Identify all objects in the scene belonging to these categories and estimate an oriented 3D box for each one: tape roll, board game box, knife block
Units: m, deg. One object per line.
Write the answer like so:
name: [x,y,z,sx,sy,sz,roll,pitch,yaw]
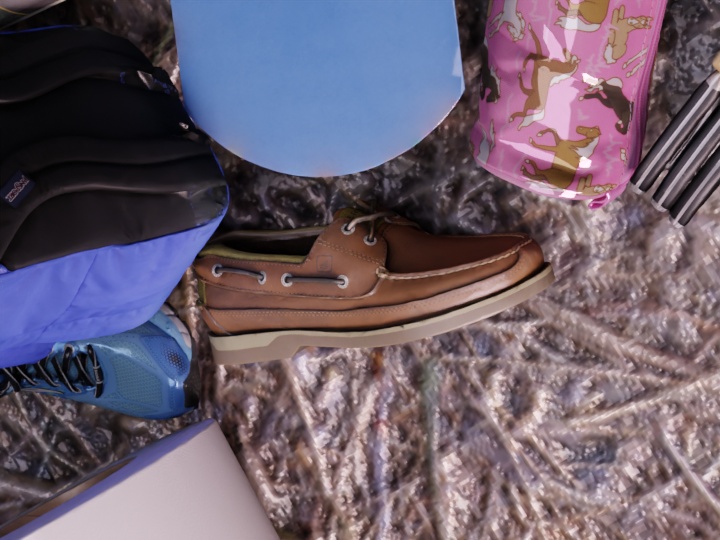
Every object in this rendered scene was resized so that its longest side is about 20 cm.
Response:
tape roll: [-0.131,0.184,1.391,0.202,0.203,0.140,-27,93,27]
board game box: [-0.020,-0.149,1.347,0.157,0.039,0.201,-6,94,25]
knife block: [0.205,-0.111,1.241,0.174,0.064,0.201,-5,102,22]

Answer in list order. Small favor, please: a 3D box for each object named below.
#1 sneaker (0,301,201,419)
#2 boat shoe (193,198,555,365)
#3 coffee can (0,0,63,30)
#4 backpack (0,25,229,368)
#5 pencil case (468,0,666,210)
sneaker: [-0.178,0.050,1.430,0.199,0.090,0.079,12,124,22]
boat shoe: [0.000,0.000,1.357,0.199,0.072,0.068,-11,100,25]
coffee can: [-0.236,-0.180,1.370,0.199,0.146,0.147,-21,95,26]
backpack: [-0.183,-0.034,1.338,0.163,0.199,0.168,58,139,18]
pencil case: [0.109,-0.134,1.272,0.087,0.082,0.201,-136,53,-57]
